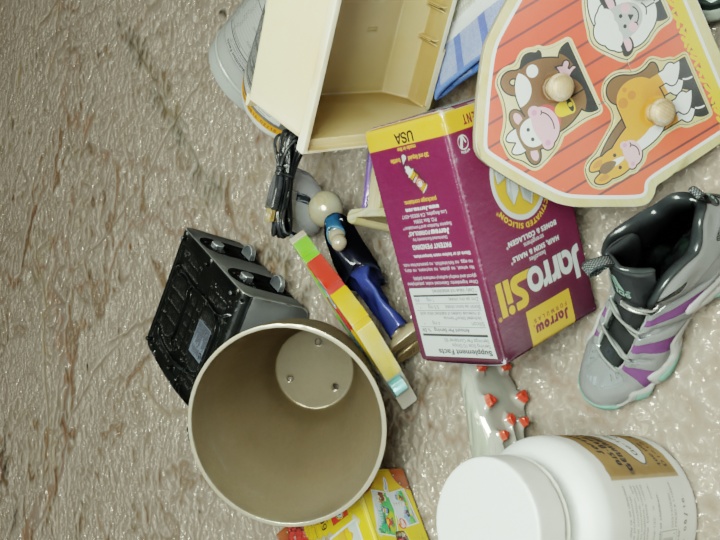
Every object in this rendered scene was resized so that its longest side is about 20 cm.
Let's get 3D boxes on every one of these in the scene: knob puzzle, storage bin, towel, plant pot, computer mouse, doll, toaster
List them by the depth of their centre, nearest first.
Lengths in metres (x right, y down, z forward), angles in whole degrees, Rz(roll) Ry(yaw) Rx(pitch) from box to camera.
[{"bbox_3d":[0.172,-0.136,0.626,0.030,0.215,0.225,-123,49,-78],"label":"knob puzzle"},{"bbox_3d":[0.019,-0.217,0.710,0.093,0.196,0.204,36,124,35],"label":"storage bin"},{"bbox_3d":[0.092,-0.282,0.787,0.146,0.023,0.205,-27,68,54],"label":"towel"},{"bbox_3d":[-0.060,0.125,0.866,0.200,0.183,0.191,-64,-7,-79],"label":"plant pot"},{"bbox_3d":[0.000,0.000,0.895,0.048,0.137,0.202,-32,68,-2],"label":"doll"},{"bbox_3d":[-0.066,-0.081,0.963,0.043,0.200,0.113,6,85,6],"label":"computer mouse"},{"bbox_3d":[-0.174,0.075,1.068,0.180,0.117,0.203,39,112,45],"label":"toaster"}]

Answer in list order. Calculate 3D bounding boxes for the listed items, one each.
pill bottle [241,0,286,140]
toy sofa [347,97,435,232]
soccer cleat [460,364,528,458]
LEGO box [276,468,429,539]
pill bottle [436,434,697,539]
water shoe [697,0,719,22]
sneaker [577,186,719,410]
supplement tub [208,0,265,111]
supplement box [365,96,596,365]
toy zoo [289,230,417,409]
[{"bbox_3d":[-0.050,-0.229,0.864,0.200,0.114,0.119,127,136,-59],"label":"pill bottle"},{"bbox_3d":[0.034,-0.144,0.898,0.096,0.082,0.205,2,85,47],"label":"toy sofa"},{"bbox_3d":[0.122,0.169,0.761,0.077,0.068,0.204,-39,59,41],"label":"soccer cleat"},{"bbox_3d":[0.008,0.327,0.852,0.149,0.076,0.203,-45,53,34],"label":"LEGO box"},{"bbox_3d":[0.151,0.179,0.623,0.113,0.197,0.117,-10,75,46],"label":"pill bottle"},{"bbox_3d":[0.224,-0.276,0.683,0.199,0.079,0.072,39,87,30],"label":"water shoe"},{"bbox_3d":[0.201,0.020,0.637,0.078,0.138,0.202,48,118,40],"label":"sneaker"},{"bbox_3d":[-0.078,-0.290,1.013,0.199,0.130,0.135,-37,58,40],"label":"supplement tub"},{"bbox_3d":[0.102,-0.040,0.712,0.102,0.129,0.204,-3,107,52],"label":"supplement box"},{"bbox_3d":[-0.002,0.057,0.867,0.020,0.132,0.200,-34,42,-5],"label":"toy zoo"}]
